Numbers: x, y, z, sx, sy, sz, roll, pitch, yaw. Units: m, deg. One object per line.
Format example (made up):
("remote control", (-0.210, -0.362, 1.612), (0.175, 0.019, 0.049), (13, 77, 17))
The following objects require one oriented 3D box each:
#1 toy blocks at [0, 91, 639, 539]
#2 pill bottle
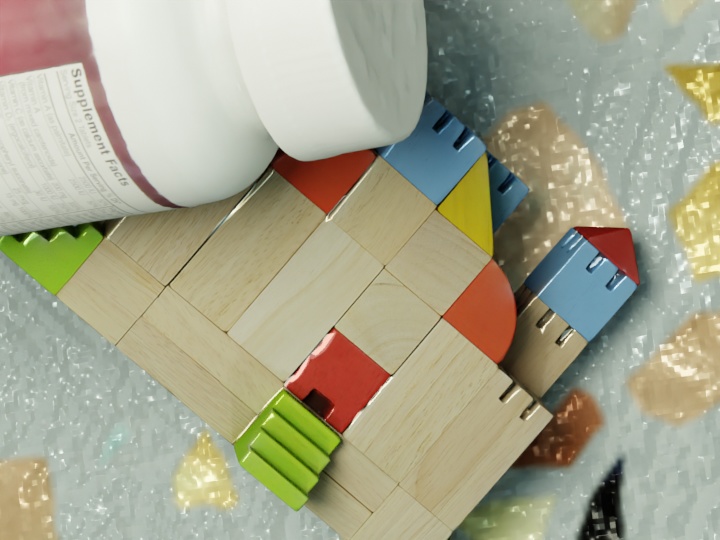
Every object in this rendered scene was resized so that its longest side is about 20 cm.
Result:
("toy blocks", (0.000, 0.000, 0.927), (0.200, 0.100, 0.137), (40, 93, -12))
("pill bottle", (-0.088, -0.068, 0.846), (0.199, 0.109, 0.110), (-9, 83, 19))
